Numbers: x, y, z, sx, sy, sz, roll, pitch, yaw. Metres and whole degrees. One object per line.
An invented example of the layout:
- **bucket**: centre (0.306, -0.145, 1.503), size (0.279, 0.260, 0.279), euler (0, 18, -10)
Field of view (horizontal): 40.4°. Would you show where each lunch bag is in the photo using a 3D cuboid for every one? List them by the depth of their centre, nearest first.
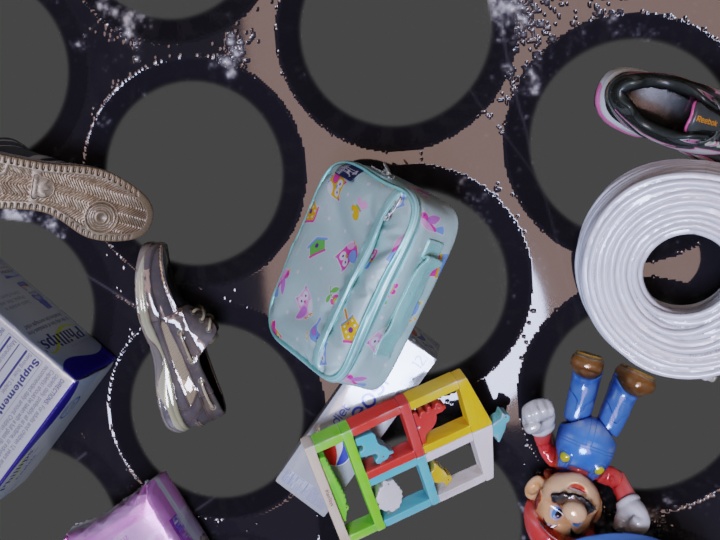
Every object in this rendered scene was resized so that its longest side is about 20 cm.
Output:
- **lunch bag**: centre (0.000, 0.000, 0.915), size (0.077, 0.160, 0.202), euler (18, 100, -36)

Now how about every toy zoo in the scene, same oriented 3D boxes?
- **toy zoo**: centre (0.053, 0.177, 0.953), size (0.198, 0.020, 0.132), euler (-23, 120, -8)

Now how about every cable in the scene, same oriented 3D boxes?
- **cable**: centre (0.296, 0.000, 0.899), size (0.198, 0.069, 0.202), euler (22, 111, 9)

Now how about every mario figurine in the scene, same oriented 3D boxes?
- **mario figurine**: centre (0.215, 0.184, 0.929), size (0.123, 0.106, 0.202), euler (18, 93, 41)

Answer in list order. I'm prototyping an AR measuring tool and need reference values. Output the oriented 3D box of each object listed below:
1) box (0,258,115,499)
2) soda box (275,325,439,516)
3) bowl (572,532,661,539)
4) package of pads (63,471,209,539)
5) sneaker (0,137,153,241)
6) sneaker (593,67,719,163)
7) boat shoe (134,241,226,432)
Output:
- **box**: centre (-0.397, 0.108, 1.022), size (0.200, 0.105, 0.184), euler (40, 101, 3)
- **soda box**: centre (-0.002, 0.142, 0.980), size (0.063, 0.068, 0.201), euler (35, 102, 1)
- **bowl**: centre (0.231, 0.324, 0.935), size (0.198, 0.040, 0.202), euler (-2, 127, -2)
- **package of pads**: centre (-0.210, 0.328, 1.035), size (0.120, 0.076, 0.201), euler (-32, 91, 14)
- **sneaker**: centre (-0.316, -0.087, 1.010), size (0.198, 0.108, 0.071), euler (14, 98, -24)
- **sneaker**: centre (0.311, -0.130, 0.886), size (0.198, 0.086, 0.081), euler (13, 101, 7)
- **boat shoe**: centre (-0.180, 0.065, 1.005), size (0.073, 0.075, 0.202), euler (-10, 104, 0)
